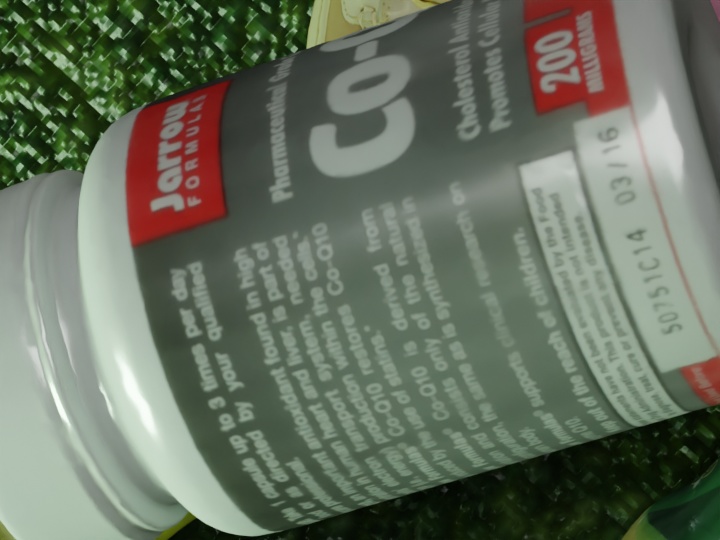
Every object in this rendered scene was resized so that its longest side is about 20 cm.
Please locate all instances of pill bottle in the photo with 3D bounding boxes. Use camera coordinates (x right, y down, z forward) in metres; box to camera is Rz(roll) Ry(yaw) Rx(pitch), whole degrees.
[{"bbox_3d":[0.000,0.000,0.748,0.199,0.114,0.115,-17,74,15],"label":"pill bottle"}]

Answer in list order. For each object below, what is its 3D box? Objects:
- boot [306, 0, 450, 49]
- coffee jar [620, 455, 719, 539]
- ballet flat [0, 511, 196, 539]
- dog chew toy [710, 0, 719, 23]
[{"bbox_3d":[0.048,-0.105,0.810,0.072,0.155,0.201,15,66,-17],"label":"boot"},{"bbox_3d":[0.143,0.056,0.772,0.104,0.085,0.200,40,108,10],"label":"coffee jar"},{"bbox_3d":[-0.035,0.024,0.851,0.200,0.067,0.067,-39,72,0],"label":"ballet flat"},{"bbox_3d":[0.134,-0.069,0.819,0.124,0.124,0.200,42,95,17],"label":"dog chew toy"}]
